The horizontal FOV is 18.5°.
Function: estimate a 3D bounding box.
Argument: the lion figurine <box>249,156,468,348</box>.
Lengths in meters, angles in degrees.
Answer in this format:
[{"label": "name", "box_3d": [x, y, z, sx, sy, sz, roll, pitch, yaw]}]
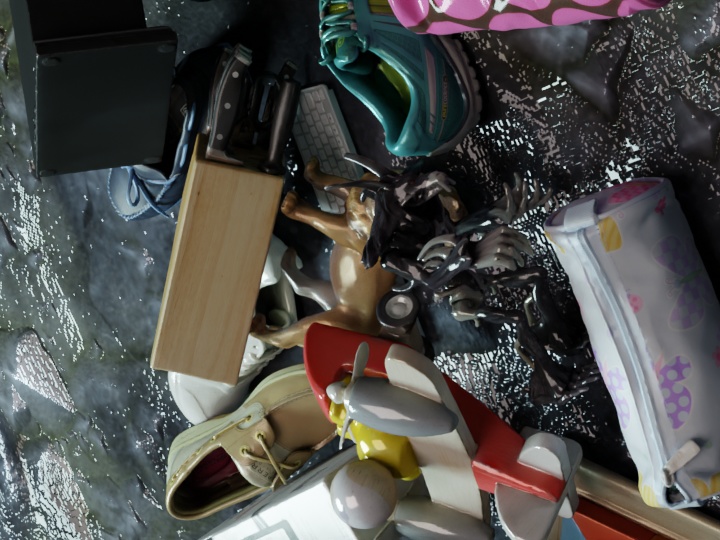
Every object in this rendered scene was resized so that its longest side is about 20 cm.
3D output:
[{"label": "lion figurine", "box_3d": [0.000, 0.000, 1.517, 0.122, 0.073, 0.201, 25, 136, 9]}]

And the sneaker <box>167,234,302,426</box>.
[{"label": "sneaker", "box_3d": [-0.092, 0.050, 1.650, 0.080, 0.070, 0.201, 32, 132, 27]}]

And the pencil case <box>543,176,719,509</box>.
[{"label": "pencil case", "box_3d": [0.179, 0.044, 1.340, 0.083, 0.090, 0.201, -10, 103, 49]}]

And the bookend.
[{"label": "bookend", "box_3d": [-0.188, -0.195, 1.485, 0.199, 0.091, 0.201, 111, 149, -68]}]

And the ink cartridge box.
[{"label": "ink cartridge box", "box_3d": [-0.027, 0.181, 1.617, 0.200, 0.116, 0.068, -31, 90, 51]}]

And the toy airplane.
[{"label": "toy airplane", "box_3d": [0.046, 0.122, 1.438, 0.200, 0.141, 0.199, 52, 164, -14]}]

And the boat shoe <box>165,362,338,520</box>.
[{"label": "boat shoe", "box_3d": [-0.072, 0.133, 1.644, 0.074, 0.067, 0.200, 38, 131, -22]}]

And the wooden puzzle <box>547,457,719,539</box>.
[{"label": "wooden puzzle", "box_3d": [0.189, 0.228, 1.477, 0.199, 0.037, 0.186, 27, 130, 35]}]

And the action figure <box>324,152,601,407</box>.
[{"label": "action figure", "box_3d": [0.076, -0.012, 1.382, 0.200, 0.119, 0.102, 44, 124, -15]}]

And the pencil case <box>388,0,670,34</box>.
[{"label": "pencil case", "box_3d": [0.094, -0.192, 1.297, 0.199, 0.091, 0.094, -4, 147, 46]}]

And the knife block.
[{"label": "knife block", "box_3d": [-0.088, -0.046, 1.500, 0.064, 0.201, 0.176, 12, 152, -6]}]

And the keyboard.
[{"label": "keyboard", "box_3d": [-0.006, -0.034, 1.554, 0.056, 0.011, 0.201, -10, 104, 49]}]

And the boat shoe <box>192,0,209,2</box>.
[{"label": "boat shoe", "box_3d": [-0.075, -0.259, 1.430, 0.200, 0.070, 0.091, 129, 138, -55]}]

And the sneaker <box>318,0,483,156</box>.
[{"label": "sneaker", "box_3d": [0.005, -0.163, 1.414, 0.201, 0.079, 0.077, 58, 140, 5]}]

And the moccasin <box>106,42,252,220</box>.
[{"label": "moccasin", "box_3d": [-0.152, -0.101, 1.626, 0.081, 0.068, 0.200, 50, 139, 13]}]
